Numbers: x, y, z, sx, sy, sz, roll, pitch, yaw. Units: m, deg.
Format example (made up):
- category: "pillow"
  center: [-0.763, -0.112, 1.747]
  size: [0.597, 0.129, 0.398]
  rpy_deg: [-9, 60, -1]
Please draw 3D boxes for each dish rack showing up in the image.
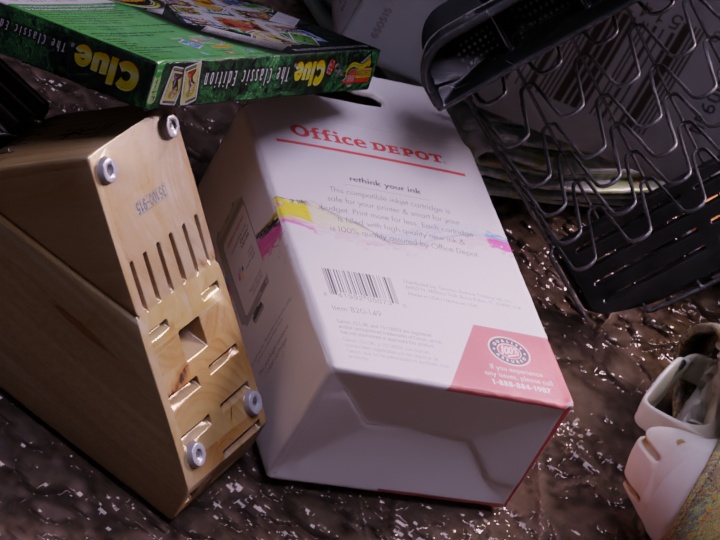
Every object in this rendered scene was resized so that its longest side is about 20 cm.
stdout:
- category: "dish rack"
  center: [0.126, -0.066, 1.250]
  size: [0.201, 0.153, 0.055]
  rpy_deg: [58, 8, -32]

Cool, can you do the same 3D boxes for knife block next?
- category: "knife block"
  center: [-0.145, -0.003, 1.120]
  size: [0.064, 0.175, 0.201]
  rpy_deg: [-39, 117, -53]

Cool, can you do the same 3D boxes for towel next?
- category: "towel"
  center: [0.068, -0.108, 1.412]
  size: [0.170, 0.048, 0.201]
  rpy_deg: [4, 42, -38]

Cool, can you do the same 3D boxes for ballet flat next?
- category: "ballet flat"
  center: [0.145, 0.080, 1.212]
  size: [0.070, 0.071, 0.200]
  rpy_deg: [29, 29, -1]

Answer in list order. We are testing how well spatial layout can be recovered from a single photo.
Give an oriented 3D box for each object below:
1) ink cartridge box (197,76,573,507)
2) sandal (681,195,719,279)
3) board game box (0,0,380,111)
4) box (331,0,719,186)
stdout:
- category: "ink cartridge box"
  center: [0.000, 0.000, 1.203]
  size: [0.116, 0.068, 0.201]
  rpy_deg: [10, 40, -27]
- category: "sandal"
  center: [0.252, -0.023, 1.399]
  size: [0.205, 0.059, 0.080]
  rpy_deg: [12, 75, -26]
- category: "board game box"
  center: [-0.079, -0.094, 1.146]
  size: [0.104, 0.024, 0.200]
  rpy_deg: [24, 15, 21]
- category: "box"
  center: [0.109, -0.185, 1.315]
  size: [0.198, 0.201, 0.172]
  rpy_deg: [20, 29, -16]
